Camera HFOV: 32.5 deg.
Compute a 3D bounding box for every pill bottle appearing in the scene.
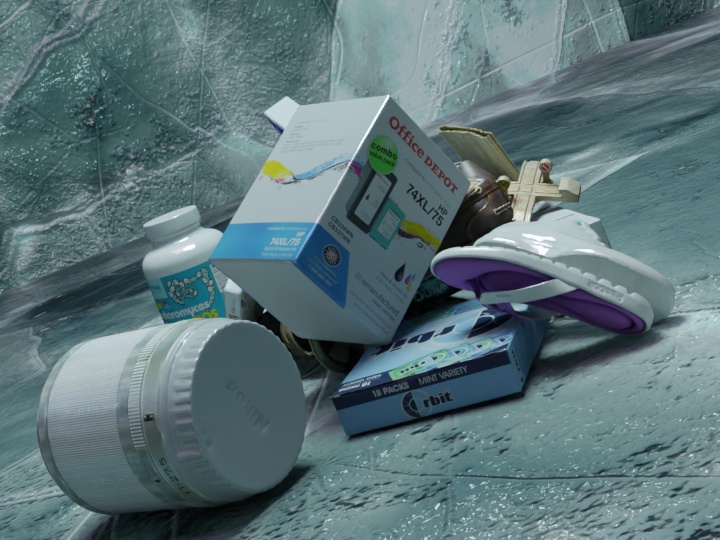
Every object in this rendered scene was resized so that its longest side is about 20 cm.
[{"bbox_3d":[-0.198,0.025,1.518,0.111,0.200,0.111,-20,11,4],"label":"pill bottle"}]

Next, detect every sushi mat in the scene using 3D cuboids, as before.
[{"bbox_3d":[0.173,-0.098,1.463,0.012,0.200,0.096,-51,31,-13],"label":"sushi mat"}]

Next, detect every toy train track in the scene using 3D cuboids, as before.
[{"bbox_3d":[0.139,-0.099,1.348,0.200,0.033,0.115,4,41,16],"label":"toy train track"}]

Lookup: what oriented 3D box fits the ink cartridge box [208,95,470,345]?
[{"bbox_3d":[-0.018,-0.050,1.236,0.146,0.147,0.200,1,57,49],"label":"ink cartridge box"}]

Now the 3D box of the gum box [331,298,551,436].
[{"bbox_3d":[0.082,0.079,1.165,0.170,0.045,0.200,-17,11,20],"label":"gum box"}]

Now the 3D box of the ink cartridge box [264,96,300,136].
[{"bbox_3d":[-0.015,-0.102,1.437,0.043,0.198,0.200,-41,28,0],"label":"ink cartridge box"}]

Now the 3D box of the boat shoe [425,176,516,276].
[{"bbox_3d":[0.071,-0.031,1.315,0.200,0.070,0.070,-29,3,18],"label":"boat shoe"}]

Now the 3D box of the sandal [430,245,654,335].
[{"bbox_3d":[0.155,0.025,1.089,0.203,0.082,0.050,13,63,14],"label":"sandal"}]

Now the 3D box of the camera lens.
[{"bbox_3d":[-0.168,0.128,1.076,0.200,0.160,0.160,-12,14,36],"label":"camera lens"}]

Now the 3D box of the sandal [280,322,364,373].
[{"bbox_3d":[-0.057,0.064,1.371,0.057,0.080,0.201,-56,32,9],"label":"sandal"}]

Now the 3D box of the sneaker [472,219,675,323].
[{"bbox_3d":[0.209,-0.013,1.158,0.200,0.075,0.088,19,40,31],"label":"sneaker"}]

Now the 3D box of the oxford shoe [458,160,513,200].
[{"bbox_3d":[0.155,-0.069,1.476,0.071,0.073,0.200,-27,-25,-1],"label":"oxford shoe"}]

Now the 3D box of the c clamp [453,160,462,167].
[{"bbox_3d":[0.104,-0.058,1.575,0.200,0.027,0.171,-40,42,-9],"label":"c clamp"}]

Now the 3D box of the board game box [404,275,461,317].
[{"bbox_3d":[0.073,0.025,1.367,0.135,0.028,0.200,-25,-2,-21],"label":"board game box"}]

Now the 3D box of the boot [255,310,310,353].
[{"bbox_3d":[-0.072,0.059,1.527,0.200,0.070,0.132,-21,2,-38],"label":"boot"}]

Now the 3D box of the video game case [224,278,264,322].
[{"bbox_3d":[-0.113,-0.014,1.431,0.023,0.182,0.200,17,61,5],"label":"video game case"}]

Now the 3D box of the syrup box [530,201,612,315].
[{"bbox_3d":[0.202,-0.017,1.324,0.081,0.079,0.200,-22,11,-4],"label":"syrup box"}]
